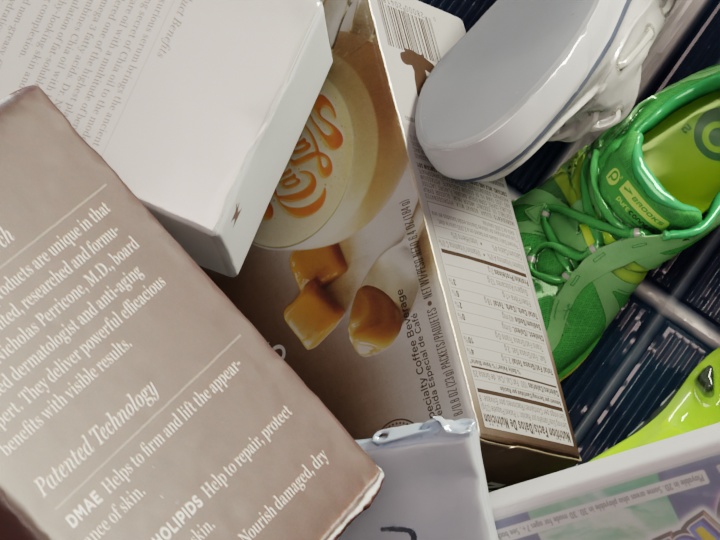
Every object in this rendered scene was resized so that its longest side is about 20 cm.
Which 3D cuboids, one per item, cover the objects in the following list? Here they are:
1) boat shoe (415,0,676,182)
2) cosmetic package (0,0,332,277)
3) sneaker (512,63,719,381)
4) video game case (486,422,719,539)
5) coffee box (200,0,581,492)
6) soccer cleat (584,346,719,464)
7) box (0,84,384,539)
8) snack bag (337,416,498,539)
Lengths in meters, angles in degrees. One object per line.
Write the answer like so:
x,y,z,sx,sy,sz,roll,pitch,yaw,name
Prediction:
0.088,-0.087,1.215,0.073,0.065,0.200,-7,32,38,boat shoe
-0.122,-0.085,1.151,0.199,0.071,0.102,23,78,9,cosmetic package
0.102,-0.024,1.236,0.200,0.084,0.074,-43,79,-2,sneaker
0.115,0.157,1.149,0.200,0.023,0.183,-20,106,27,video game case
0.000,0.000,1.209,0.114,0.080,0.201,-25,68,29,coffee box
0.142,0.085,1.224,0.200,0.081,0.068,-31,59,-24,soccer cleat
-0.135,0.078,1.068,0.200,0.164,0.166,47,126,-1,box
-0.022,0.156,1.172,0.188,0.021,0.201,-8,107,21,snack bag
